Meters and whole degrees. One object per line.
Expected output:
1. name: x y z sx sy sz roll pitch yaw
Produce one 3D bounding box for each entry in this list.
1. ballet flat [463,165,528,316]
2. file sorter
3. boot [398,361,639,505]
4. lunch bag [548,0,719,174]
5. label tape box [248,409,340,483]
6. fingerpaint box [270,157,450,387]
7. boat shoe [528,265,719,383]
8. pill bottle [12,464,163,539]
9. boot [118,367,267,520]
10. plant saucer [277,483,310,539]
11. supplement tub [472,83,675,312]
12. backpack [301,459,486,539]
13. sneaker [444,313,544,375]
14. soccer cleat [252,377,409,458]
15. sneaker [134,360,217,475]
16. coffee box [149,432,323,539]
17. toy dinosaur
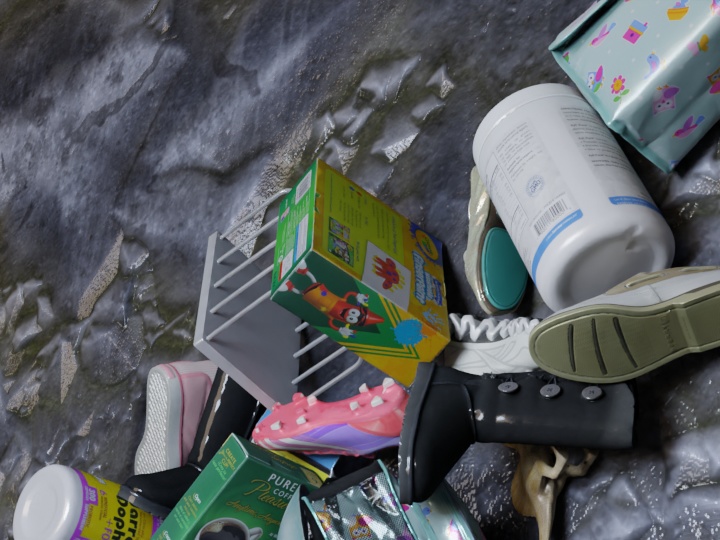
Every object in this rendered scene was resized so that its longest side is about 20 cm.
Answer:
1. ballet flat: 0.133 -0.033 1.557 0.062 0.067 0.200 -34 38 49
2. file sorter: -0.076 0.029 1.640 0.124 0.139 0.200 -36 27 21
3. boot: 0.139 0.142 1.341 0.199 0.066 0.165 5 39 9
4. lunch bag: 0.275 -0.220 1.456 0.170 0.122 0.200 -46 39 17
5. label tape box: -0.077 0.248 1.621 0.143 0.066 0.200 21 82 49
6. fingerpaint box: 0.000 0.000 1.540 0.073 0.167 0.200 -49 19 23
7. boat shoe: 0.244 0.044 1.348 0.199 0.075 0.068 -11 22 8
8. pill bottle: -0.271 0.286 1.697 0.104 0.200 0.105 -23 54 37
9. boot: -0.163 0.171 1.669 0.066 0.165 0.200 23 86 34
10. plant saucer: -0.045 0.302 1.459 0.039 0.201 0.201 -16 52 3
11. supplement tub: 0.195 -0.065 1.447 0.132 0.132 0.200 -43 43 22
12. backpack: 0.049 0.284 1.381 0.153 0.176 0.200 -19 55 2
13. sneaker: 0.150 0.085 1.469 0.200 0.075 0.081 -1 76 55
14. soccer cleat: -0.024 0.159 1.534 0.200 0.077 0.067 -17 23 37
15. sneaker: -0.194 0.189 1.780 0.075 0.104 0.201 36 126 41
16. coffee box: -0.135 0.264 1.530 0.200 0.123 0.044 -53 39 10
17. toy dinosaur: 0.168 0.191 1.413 0.101 0.058 0.200 -54 31 33
